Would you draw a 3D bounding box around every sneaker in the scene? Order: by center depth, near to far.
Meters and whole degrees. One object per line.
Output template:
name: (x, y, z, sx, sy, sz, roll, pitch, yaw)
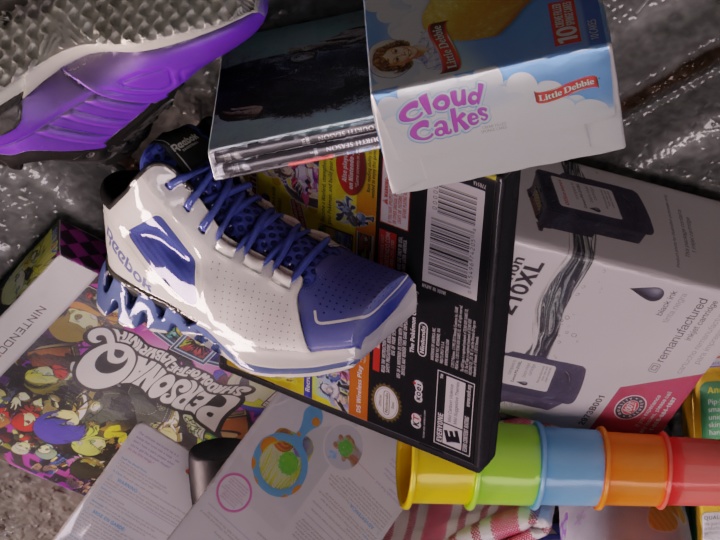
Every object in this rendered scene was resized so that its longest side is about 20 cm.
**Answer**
sneaker: (-0.130, -0.107, 1.250, 0.199, 0.070, 0.100, -17, 141, 18)
sneaker: (-0.074, -0.018, 1.267, 0.199, 0.081, 0.116, 12, 127, 31)

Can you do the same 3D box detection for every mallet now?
mallet: (-0.018, 0.111, 1.460, 0.199, 0.041, 0.066, -22, 112, -20)

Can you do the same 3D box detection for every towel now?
towel: (0.032, 0.152, 1.467, 0.199, 0.147, 0.030, -19, 111, 14)

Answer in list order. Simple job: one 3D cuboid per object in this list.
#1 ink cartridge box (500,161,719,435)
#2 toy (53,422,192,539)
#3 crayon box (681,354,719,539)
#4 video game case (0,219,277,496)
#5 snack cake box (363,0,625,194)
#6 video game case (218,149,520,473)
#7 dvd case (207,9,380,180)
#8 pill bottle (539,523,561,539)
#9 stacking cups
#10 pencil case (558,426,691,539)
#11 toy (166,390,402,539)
ink cartridge box: (0.110, 0.013, 1.369, 0.199, 0.085, 0.145, 14, 133, -17)
toy: (-0.162, 0.197, 1.475, 0.115, 0.047, 0.200, 35, 89, -33)
crayon box: (0.270, 0.121, 1.470, 0.125, 0.052, 0.201, -4, 101, -1)
video game case: (-0.153, 0.070, 1.440, 0.199, 0.036, 0.181, 28, 128, -29)
snack cake box: (0.059, -0.136, 1.135, 0.114, 0.201, 0.067, -10, 134, 5)
video game case: (0.000, 0.000, 1.300, 0.180, 0.025, 0.201, 20, 128, 24)
dvd case: (0.022, -0.105, 1.206, 0.199, 0.146, 0.022, -10, 118, 7)
pill bottle: (0.063, 0.226, 1.538, 0.199, 0.112, 0.112, 1, 136, -21)
stacking cups: (0.122, 0.114, 1.386, 0.199, 0.061, 0.061, 1, 135, -10)
pencil case: (0.164, 0.174, 1.459, 0.083, 0.200, 0.091, 22, 123, -16)
toy: (-0.033, 0.128, 1.408, 0.115, 0.200, 0.047, 45, 161, -20)
